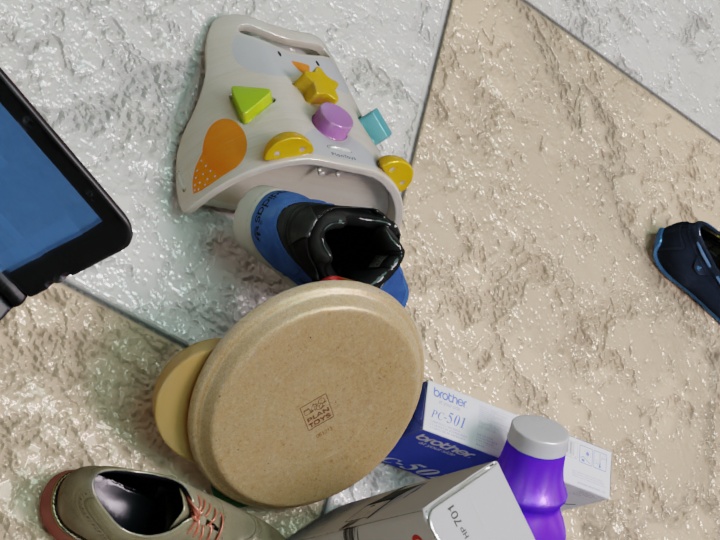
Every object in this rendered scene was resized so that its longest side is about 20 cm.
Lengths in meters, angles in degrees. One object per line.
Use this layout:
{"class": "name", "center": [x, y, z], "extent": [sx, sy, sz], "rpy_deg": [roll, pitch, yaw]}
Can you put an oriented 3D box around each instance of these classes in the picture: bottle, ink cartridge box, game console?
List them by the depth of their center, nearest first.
{"class": "game console", "center": [-0.270, -0.033, 0.929], "extent": [0.173, 0.118, 0.201], "rpy_deg": [-50, 115, -23]}
{"class": "ink cartridge box", "center": [0.046, 0.236, 1.139], "extent": [0.085, 0.199, 0.148], "rpy_deg": [-26, 90, -39]}
{"class": "bottle", "center": [0.118, 0.213, 1.223], "extent": [0.083, 0.065, 0.203], "rpy_deg": [0, 113, -28]}
{"class": "ink cartridge box", "center": [0.103, 0.149, 1.283], "extent": [0.198, 0.094, 0.045], "rpy_deg": [23, 61, -29]}

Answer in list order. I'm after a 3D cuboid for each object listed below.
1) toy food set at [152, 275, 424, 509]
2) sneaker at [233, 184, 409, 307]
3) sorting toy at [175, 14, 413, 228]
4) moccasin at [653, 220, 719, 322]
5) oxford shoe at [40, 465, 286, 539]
{"class": "toy food set", "center": [-0.042, 0.094, 1.156], "extent": [0.200, 0.049, 0.198], "rpy_deg": [-41, 129, -3]}
{"class": "sneaker", "center": [-0.001, 0.001, 1.216], "extent": [0.200, 0.110, 0.077], "rpy_deg": [38, 75, -45]}
{"class": "sorting toy", "center": [-0.054, -0.130, 1.280], "extent": [0.198, 0.107, 0.182], "rpy_deg": [9, 50, -34]}
{"class": "moccasin", "center": [0.378, 0.016, 1.554], "extent": [0.198, 0.068, 0.081], "rpy_deg": [26, 60, -28]}
{"class": "oxford shoe", "center": [-0.125, 0.186, 1.109], "extent": [0.198, 0.075, 0.071], "rpy_deg": [19, 62, -31]}
